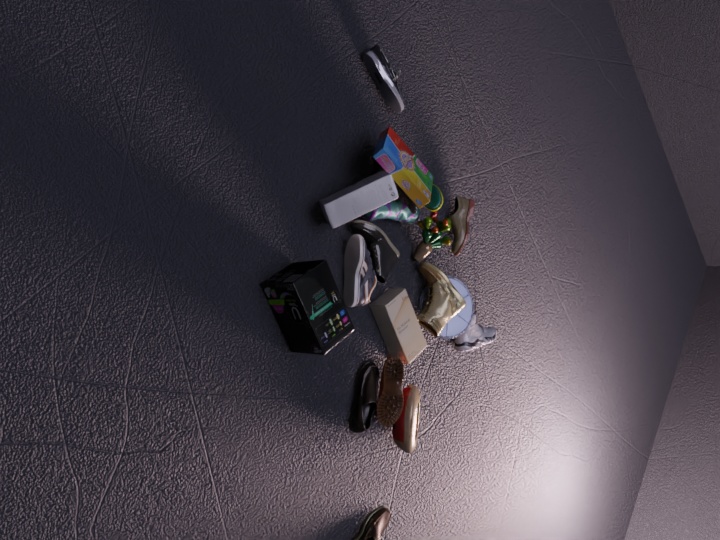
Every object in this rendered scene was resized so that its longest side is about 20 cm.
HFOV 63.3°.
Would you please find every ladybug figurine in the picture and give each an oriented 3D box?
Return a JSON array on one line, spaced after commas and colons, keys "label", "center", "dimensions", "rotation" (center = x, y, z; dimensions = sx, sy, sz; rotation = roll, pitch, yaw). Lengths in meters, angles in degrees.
[{"label": "ladybug figurine", "center": [0.134, 0.436, 1.730], "dimensions": [0.136, 0.071, 0.204], "rotation": [4, 90, -77]}]

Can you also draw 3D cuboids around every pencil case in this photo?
[{"label": "pencil case", "center": [0.087, -0.182, 1.718], "dimensions": [0.198, 0.085, 0.094], "rotation": [-2, 119, -41]}]

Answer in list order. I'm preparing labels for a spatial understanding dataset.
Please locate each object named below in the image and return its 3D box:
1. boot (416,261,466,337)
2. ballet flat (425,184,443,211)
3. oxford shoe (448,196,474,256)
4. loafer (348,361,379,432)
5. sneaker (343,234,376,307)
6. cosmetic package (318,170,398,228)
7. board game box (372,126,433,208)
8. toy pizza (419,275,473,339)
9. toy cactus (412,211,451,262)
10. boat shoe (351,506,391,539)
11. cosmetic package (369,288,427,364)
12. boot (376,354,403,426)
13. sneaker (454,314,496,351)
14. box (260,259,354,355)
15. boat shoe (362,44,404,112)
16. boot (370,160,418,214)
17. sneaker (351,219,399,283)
[{"label": "boot", "center": [0.219, 0.089, 1.820], "dimensions": [0.156, 0.073, 0.201], "rotation": [-45, 103, -18]}, {"label": "ballet flat", "center": [0.205, -0.231, 1.769], "dimensions": [0.067, 0.200, 0.067], "rotation": [-48, 132, 10]}, {"label": "oxford shoe", "center": [0.323, -0.150, 1.956], "dimensions": [0.074, 0.070, 0.203], "rotation": [16, 78, -13]}, {"label": "loafer", "center": [0.024, 0.361, 1.651], "dimensions": [0.072, 0.071, 0.204], "rotation": [19, 76, -39]}, {"label": "sneaker", "center": [0.000, 0.000, 1.640], "dimensions": [0.078, 0.078, 0.204], "rotation": [0, 99, -37]}, {"label": "cosmetic package", "center": [-0.007, -0.192, 1.566], "dimensions": [0.197, 0.102, 0.075], "rotation": [-25, 107, -6]}, {"label": "board game box", "center": [0.123, -0.289, 1.634], "dimensions": [0.200, 0.040, 0.154], "rotation": [44, 32, -20]}, {"label": "toy pizza", "center": [0.276, 0.120, 1.891], "dimensions": [0.197, 0.032, 0.204], "rotation": [2, 83, -20]}, {"label": "toy cactus", "center": [0.217, -0.105, 1.826], "dimensions": [0.166, 0.102, 0.200], "rotation": [-52, 159, 2]}, {"label": "boat shoe", "center": [0.032, 0.758, 1.642], "dimensions": [0.202, 0.074, 0.075], "rotation": [-43, 116, -34]}, {"label": "cosmetic package", "center": [0.115, 0.165, 1.740], "dimensions": [0.103, 0.072, 0.203], "rotation": [-37, 113, -36]}, {"label": "boot", "center": [0.088, 0.345, 1.697], "dimensions": [0.074, 0.107, 0.204], "rotation": [9, 91, -3]}, {"label": "sneaker", "center": [0.391, 0.196, 1.984], "dimensions": [0.198, 0.075, 0.117], "rotation": [-16, 102, -38]}, {"label": "box", "center": [-0.132, 0.093, 1.469], "dimensions": [0.124, 0.147, 0.203], "rotation": [-36, 112, -37]}, {"label": "boat shoe", "center": [0.083, -0.571, 1.737], "dimensions": [0.068, 0.073, 0.200], "rotation": [-41, 106, -19]}, {"label": "boot", "center": [0.117, -0.265, 1.705], "dimensions": [0.173, 0.069, 0.202], "rotation": [37, 42, -16]}, {"label": "sneaker", "center": [0.034, -0.054, 1.672], "dimensions": [0.200, 0.074, 0.107], "rotation": [41, 61, -34]}]
